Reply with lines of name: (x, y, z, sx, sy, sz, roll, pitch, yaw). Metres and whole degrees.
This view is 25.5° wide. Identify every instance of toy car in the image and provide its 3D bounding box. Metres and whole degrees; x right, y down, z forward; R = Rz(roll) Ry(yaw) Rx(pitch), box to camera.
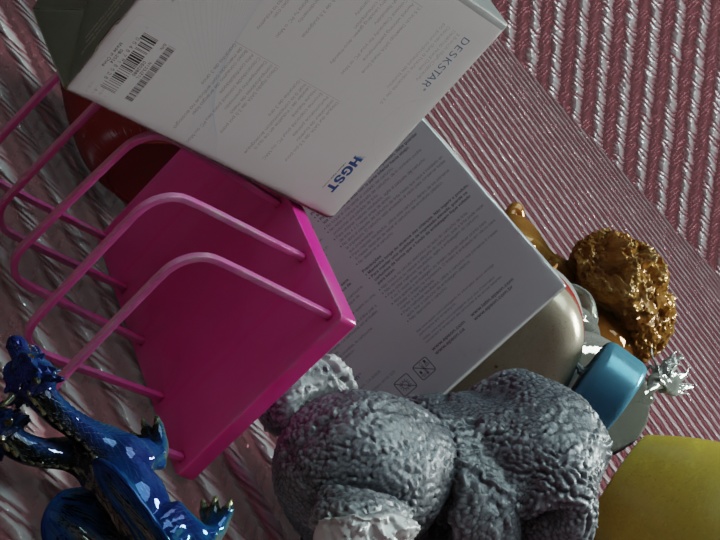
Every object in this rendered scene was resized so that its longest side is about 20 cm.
toy car: (0.106, 0.060, 1.197, 0.184, 0.177, 0.200, 35, 19, 6)

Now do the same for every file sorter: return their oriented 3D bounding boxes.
file sorter: (-0.120, -0.015, 0.898, 0.125, 0.139, 0.200, 28, 26, -43)

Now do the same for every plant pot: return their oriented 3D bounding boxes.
plant pot: (0.273, 0.220, 1.339, 0.142, 0.201, 0.200, 32, 12, 17)

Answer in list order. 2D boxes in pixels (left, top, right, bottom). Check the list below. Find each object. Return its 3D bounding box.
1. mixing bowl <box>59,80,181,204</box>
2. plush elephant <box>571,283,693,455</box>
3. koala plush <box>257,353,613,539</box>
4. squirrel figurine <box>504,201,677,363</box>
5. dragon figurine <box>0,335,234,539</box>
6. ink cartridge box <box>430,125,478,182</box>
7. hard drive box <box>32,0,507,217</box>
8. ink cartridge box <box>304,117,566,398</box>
mixing bowl: (-0.117, -0.103, 1.064, 0.200, 0.199, 0.109, 34, 52, -40)
plush elephant: (0.167, 0.100, 1.381, 0.199, 0.155, 0.166, -12, 102, -35)
koala plush: (0.029, 0.125, 0.947, 0.199, 0.184, 0.178, 22, 29, -34)
squirrel figurine: (0.194, 0.019, 1.493, 0.187, 0.199, 0.142, 60, 19, -20)
dragon figurine: (-0.112, 0.120, 0.755, 0.200, 0.059, 0.099, 53, 17, 16)
ink cartridge box: (-0.009, -0.052, 1.241, 0.088, 0.145, 0.200, 54, 18, 20)
hard drive box: (-0.046, -0.135, 0.849, 0.200, 0.156, 0.077, 26, 25, -43)
ink cartridge box: (0.000, 0.000, 1.053, 0.200, 0.196, 0.043, 48, 4, -10)
